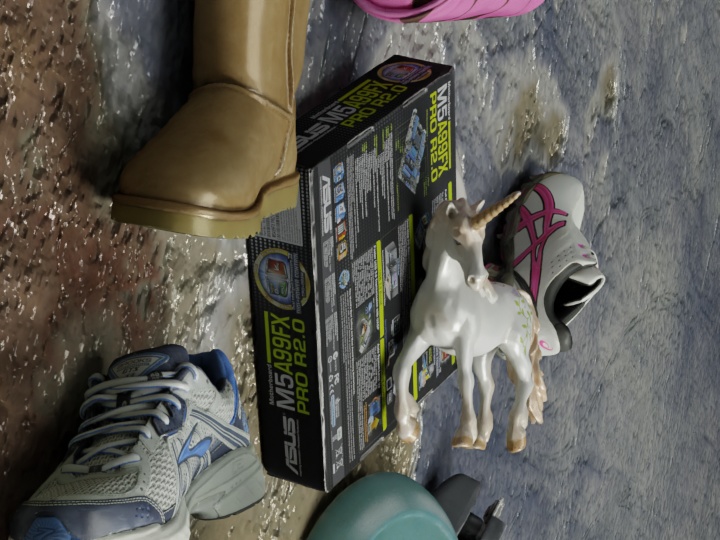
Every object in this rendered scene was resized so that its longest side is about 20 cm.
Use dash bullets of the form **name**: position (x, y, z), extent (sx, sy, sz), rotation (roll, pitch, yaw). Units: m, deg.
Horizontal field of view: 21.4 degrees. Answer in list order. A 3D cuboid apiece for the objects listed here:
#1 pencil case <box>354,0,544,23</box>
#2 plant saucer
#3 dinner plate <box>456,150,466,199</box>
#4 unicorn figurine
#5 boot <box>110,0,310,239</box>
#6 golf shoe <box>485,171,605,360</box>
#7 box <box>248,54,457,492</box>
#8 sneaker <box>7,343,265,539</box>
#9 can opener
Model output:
- **pencil case**: position (0.059, -0.196, 1.133), extent (0.200, 0.090, 0.095), rotation (-20, 104, -69)
- **plant saucer**: position (0.016, 0.229, 1.202), extent (0.200, 0.027, 0.202), rotation (-8, 100, -54)
- **dinner plate**: position (0.038, -0.006, 1.236), extent (0.200, 0.024, 0.202), rotation (10, 90, -70)
- **unicorn figurine**: position (0.064, 0.034, 1.104), extent (0.200, 0.073, 0.139), rotation (25, 70, -76)
- **boot**: position (-0.063, -0.123, 0.876), extent (0.175, 0.066, 0.202), rotation (-45, 142, -76)
- **golf shoe**: position (0.142, 0.000, 1.415), extent (0.200, 0.091, 0.073), rotation (-61, 150, -45)
- **box**: position (0.000, 0.000, 1.080), extent (0.160, 0.044, 0.201), rotation (-40, 135, -49)
- **sneaker**: position (-0.104, 0.078, 0.854), extent (0.200, 0.076, 0.086), rotation (-25, 112, -74)
- **can opener**: position (0.044, 0.233, 1.327), extent (0.201, 0.067, 0.053), rotation (-57, 172, -30)
